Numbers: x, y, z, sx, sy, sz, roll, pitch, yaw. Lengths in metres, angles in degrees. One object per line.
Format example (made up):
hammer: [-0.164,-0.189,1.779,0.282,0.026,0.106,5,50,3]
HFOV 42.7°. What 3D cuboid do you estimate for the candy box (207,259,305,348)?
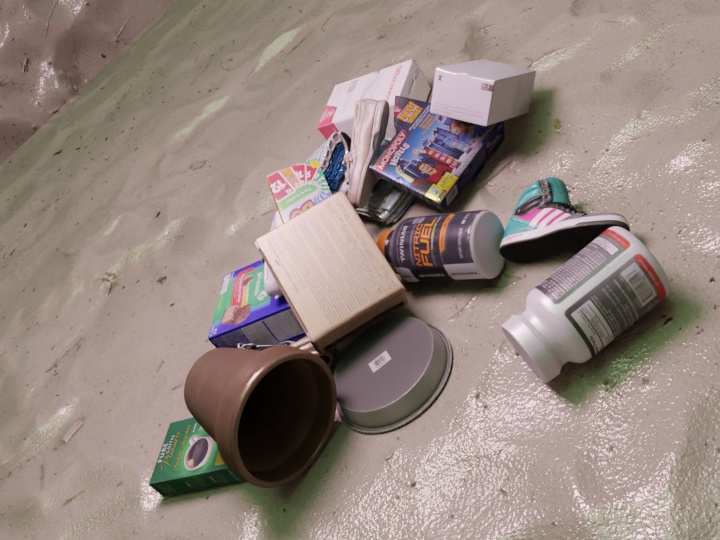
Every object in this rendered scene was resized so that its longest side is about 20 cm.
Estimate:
candy box: [-0.155,0.052,1.612,0.199,0.077,0.170,-21,36,20]

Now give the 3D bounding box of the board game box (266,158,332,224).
board game box: [-0.087,-0.099,1.551,0.095,0.030,0.201,-19,59,-6]

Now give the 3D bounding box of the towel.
towel: [0.049,-0.175,1.713,0.171,0.048,0.200,13,59,48]

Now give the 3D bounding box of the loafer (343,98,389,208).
loafer: [0.001,-0.209,1.629,0.062,0.072,0.201,11,79,15]

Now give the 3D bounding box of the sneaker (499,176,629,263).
sneaker: [0.304,-0.084,1.357,0.199,0.084,0.121,-9,53,37]

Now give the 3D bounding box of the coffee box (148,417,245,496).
coffee box: [-0.232,0.281,1.450,0.199,0.044,0.123,-18,40,26]

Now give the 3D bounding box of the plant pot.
plant pot: [-0.160,0.190,1.336,0.174,0.201,0.201,17,62,42]

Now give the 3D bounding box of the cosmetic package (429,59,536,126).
cosmetic package: [0.213,-0.309,1.581,0.112,0.082,0.200,19,26,27]

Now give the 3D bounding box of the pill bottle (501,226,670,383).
pill bottle: [0.288,0.046,1.189,0.200,0.116,0.116,-38,35,0]

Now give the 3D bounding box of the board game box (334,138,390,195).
board game box: [-0.029,-0.172,1.714,0.200,0.034,0.134,-44,33,-8]

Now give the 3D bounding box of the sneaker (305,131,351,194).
sneaker: [-0.083,-0.161,1.673,0.086,0.075,0.200,-18,34,51]

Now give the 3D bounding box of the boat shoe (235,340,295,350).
boat shoe: [-0.195,0.156,1.537,0.198,0.068,0.074,-20,39,24]

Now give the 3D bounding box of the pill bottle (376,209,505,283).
pill bottle: [0.120,-0.034,1.439,0.199,0.106,0.107,-4,47,40]

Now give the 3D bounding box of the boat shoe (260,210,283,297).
boat shoe: [-0.139,-0.030,1.575,0.068,0.072,0.201,-25,44,13]

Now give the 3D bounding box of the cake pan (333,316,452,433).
cake pan: [0.040,0.147,1.366,0.199,0.037,0.201,-24,37,20]

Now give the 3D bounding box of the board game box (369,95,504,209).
board game box: [0.116,-0.217,1.617,0.199,0.062,0.200,30,71,25]

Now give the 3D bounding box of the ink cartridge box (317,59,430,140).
ink cartridge box: [0.029,-0.334,1.879,0.199,0.085,0.146,-13,42,35]

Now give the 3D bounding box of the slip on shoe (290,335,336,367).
slip on shoe: [-0.125,0.170,1.457,0.199,0.076,0.061,-27,24,3]

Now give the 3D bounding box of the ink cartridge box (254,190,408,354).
ink cartridge box: [-0.045,0.002,1.430,0.164,0.075,0.201,-30,67,-4]
